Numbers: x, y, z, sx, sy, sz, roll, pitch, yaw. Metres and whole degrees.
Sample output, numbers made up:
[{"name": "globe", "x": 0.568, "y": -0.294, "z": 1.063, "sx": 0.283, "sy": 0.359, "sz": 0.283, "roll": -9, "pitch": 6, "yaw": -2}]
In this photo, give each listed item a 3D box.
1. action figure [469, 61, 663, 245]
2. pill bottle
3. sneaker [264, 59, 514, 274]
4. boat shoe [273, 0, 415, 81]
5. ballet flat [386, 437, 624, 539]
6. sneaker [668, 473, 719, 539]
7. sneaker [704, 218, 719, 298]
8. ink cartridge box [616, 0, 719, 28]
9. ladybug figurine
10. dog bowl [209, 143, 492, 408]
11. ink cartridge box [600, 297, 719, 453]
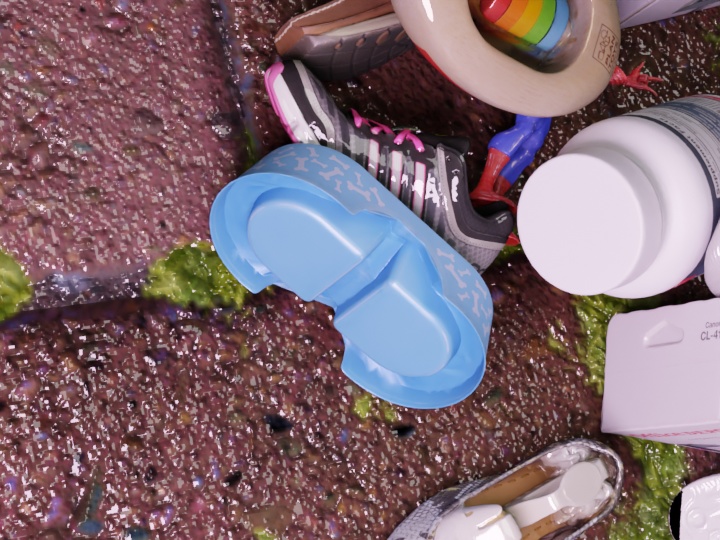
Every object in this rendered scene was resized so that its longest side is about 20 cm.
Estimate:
[{"name": "action figure", "x": 0.147, "y": -0.109, "z": 1.354, "sx": 0.099, "sy": 0.065, "sz": 0.200, "roll": 13, "pitch": 62, "yaw": 12}, {"name": "pill bottle", "x": 0.190, "y": -0.046, "z": 1.302, "sx": 0.200, "sy": 0.119, "sz": 0.120, "roll": -19, "pitch": 83, "yaw": -53}, {"name": "sneaker", "x": 0.023, "y": -0.070, "z": 1.261, "sx": 0.087, "sy": 0.074, "sz": 0.200, "roll": -42, "pitch": 102, "yaw": 4}, {"name": "boat shoe", "x": 0.018, "y": -0.184, "z": 1.320, "sx": 0.200, "sy": 0.076, "sz": 0.074, "roll": -24, "pitch": 81, "yaw": -41}, {"name": "ballet flat", "x": 0.092, "y": 0.157, "z": 1.246, "sx": 0.200, "sy": 0.072, "sz": 0.072, "roll": -26, "pitch": 87, "yaw": -32}, {"name": "sneaker", "x": 0.321, "y": 0.186, "z": 1.363, "sx": 0.200, "sy": 0.146, "sz": 0.081, "roll": 3, "pitch": 80, "yaw": 18}, {"name": "sneaker", "x": 0.292, "y": 0.000, "z": 1.286, "sx": 0.200, "sy": 0.088, "sz": 0.075, "roll": 20, "pitch": 88, "yaw": -56}, {"name": "ink cartridge box", "x": 0.252, "y": -0.274, "z": 1.467, "sx": 0.200, "sy": 0.084, "sz": 0.146, "roll": -16, "pitch": 82, "yaw": -32}, {"name": "ladybug figurine", "x": 0.089, "y": -0.170, "z": 1.271, "sx": 0.200, "sy": 0.072, "sz": 0.136, "roll": 28, "pitch": 74, "yaw": -38}, {"name": "dog bowl", "x": 0.000, "y": 0.000, "z": 1.226, "sx": 0.200, "sy": 0.111, "sz": 0.050, "roll": 41, "pitch": 46, "yaw": -11}, {"name": "ink cartridge box", "x": 0.283, "y": 0.081, "z": 1.328, "sx": 0.200, "sy": 0.148, "sz": 0.086, "roll": 10, "pitch": 78, "yaw": -25}]
